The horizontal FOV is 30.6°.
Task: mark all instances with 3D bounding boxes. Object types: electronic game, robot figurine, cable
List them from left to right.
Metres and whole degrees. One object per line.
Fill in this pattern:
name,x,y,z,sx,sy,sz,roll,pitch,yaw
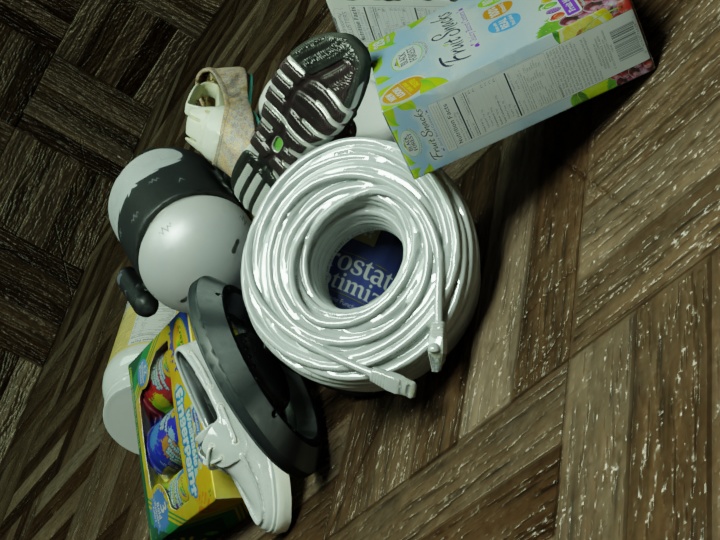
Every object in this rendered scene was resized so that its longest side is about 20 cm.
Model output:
robot figurine,-0.175,-0.042,1.293,0.200,0.124,0.152,-130,38,-51
electronic game,-0.093,0.094,1.170,0.041,0.201,0.200,-31,23,9
cable,0.002,-0.004,1.055,0.198,0.069,0.202,11,78,26

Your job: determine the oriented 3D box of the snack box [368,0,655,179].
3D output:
snack box,0.110,-0.169,1.032,0.198,0.068,0.169,-26,26,8

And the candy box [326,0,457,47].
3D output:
candy box,0.086,-0.292,1.242,0.072,0.198,0.169,65,-143,-52

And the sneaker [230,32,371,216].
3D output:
sneaker,-0.030,-0.135,1.134,0.115,0.076,0.200,-26,-18,-48

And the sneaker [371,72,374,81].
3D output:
sneaker,0.004,-0.177,1.393,0.198,0.074,0.080,-10,21,8

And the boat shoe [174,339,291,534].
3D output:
boat shoe,-0.120,0.151,1.211,0.072,0.068,0.202,-49,56,56

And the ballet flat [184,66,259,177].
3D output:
ballet flat,-0.134,-0.140,1.251,0.200,0.067,0.069,-107,30,-61

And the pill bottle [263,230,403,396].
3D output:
pill bottle,0.000,0.000,1.168,0.112,0.111,0.202,-19,46,66

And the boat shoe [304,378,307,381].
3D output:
boat shoe,-0.067,0.082,1.312,0.200,0.073,0.061,-51,24,26

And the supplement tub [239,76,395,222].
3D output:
supplement tub,-0.045,-0.086,1.314,0.145,0.143,0.201,-83,7,-51

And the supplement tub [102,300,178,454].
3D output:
supplement tub,-0.237,0.117,1.626,0.146,0.145,0.201,-50,21,34

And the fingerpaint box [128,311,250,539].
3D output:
fingerpaint box,-0.166,0.158,1.333,0.167,0.073,0.202,-40,55,50
